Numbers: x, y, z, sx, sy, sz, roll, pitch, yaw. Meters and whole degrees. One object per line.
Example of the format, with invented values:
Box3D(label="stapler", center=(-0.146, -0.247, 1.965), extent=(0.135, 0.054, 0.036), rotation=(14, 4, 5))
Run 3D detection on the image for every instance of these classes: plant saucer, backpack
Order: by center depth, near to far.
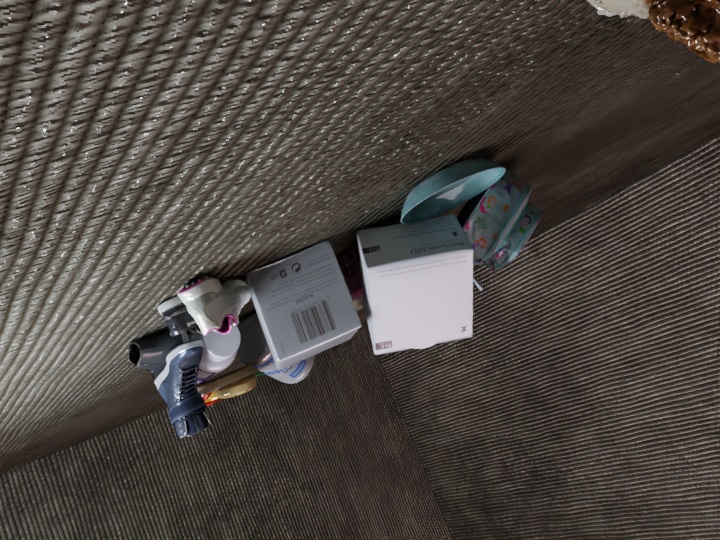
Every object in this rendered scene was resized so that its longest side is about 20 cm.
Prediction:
Box3D(label="plant saucer", center=(0.151, -0.140, 1.035), extent=(0.196, 0.037, 0.200), rotation=(-24, 172, -3))
Box3D(label="backpack", center=(0.262, -0.098, 1.185), extent=(0.179, 0.149, 0.200), rotation=(-54, 169, -9))

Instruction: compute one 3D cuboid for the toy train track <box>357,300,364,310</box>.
Box3D(label="toy train track", center=(-0.033, 0.138, 2.252), extent=(0.113, 0.033, 0.200), rotation=(-30, 179, -18))

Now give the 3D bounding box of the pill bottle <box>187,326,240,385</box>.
Box3D(label="pill bottle", center=(-0.329, 0.170, 1.301), extent=(0.110, 0.114, 0.199), rotation=(-17, 169, -38))

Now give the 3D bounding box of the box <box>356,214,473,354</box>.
Box3D(label="box", center=(0.102, 0.026, 1.128), extent=(0.193, 0.204, 0.132), rotation=(-10, -146, -5))

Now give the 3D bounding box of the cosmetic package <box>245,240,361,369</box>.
Box3D(label="cosmetic package", center=(-0.109, 0.072, 1.142), extent=(0.164, 0.170, 0.200), rotation=(-21, 171, -12))

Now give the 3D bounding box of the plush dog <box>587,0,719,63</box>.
Box3D(label="plush dog", center=(0.213, -0.221, 0.370), extent=(0.170, 0.202, 0.161), rotation=(-34, 138, 4))

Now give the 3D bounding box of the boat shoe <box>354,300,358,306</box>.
Box3D(label="boat shoe", center=(-0.099, 0.124, 1.844), extent=(0.196, 0.074, 0.065), rotation=(-28, 163, 7))

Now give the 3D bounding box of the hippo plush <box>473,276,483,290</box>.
Box3D(label="hippo plush", center=(0.210, -0.043, 1.581), extent=(0.196, 0.164, 0.159), rotation=(2, -172, -38))

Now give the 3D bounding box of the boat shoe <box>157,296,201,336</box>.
Box3D(label="boat shoe", center=(-0.283, 0.082, 1.069), extent=(0.072, 0.062, 0.200), rotation=(-26, 172, 6))

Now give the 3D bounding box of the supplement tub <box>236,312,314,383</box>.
Box3D(label="supplement tub", center=(-0.214, 0.196, 1.519), extent=(0.130, 0.135, 0.200), rotation=(-26, 148, 15))

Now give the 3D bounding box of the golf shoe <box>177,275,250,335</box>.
Box3D(label="golf shoe", center=(-0.230, 0.063, 1.006), extent=(0.074, 0.093, 0.200), rotation=(-27, 173, 12))

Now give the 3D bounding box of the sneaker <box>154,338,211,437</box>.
Box3D(label="sneaker", center=(-0.330, 0.234, 1.183), extent=(0.076, 0.148, 0.203), rotation=(-13, 155, -39))

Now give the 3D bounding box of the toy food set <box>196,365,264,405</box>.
Box3D(label="toy food set", center=(-0.316, 0.267, 1.382), extent=(0.195, 0.050, 0.198), rotation=(-22, 177, 3))

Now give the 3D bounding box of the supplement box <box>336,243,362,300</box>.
Box3D(label="supplement box", center=(0.000, 0.000, 1.287), extent=(0.198, 0.087, 0.109), rotation=(-31, 170, 34))

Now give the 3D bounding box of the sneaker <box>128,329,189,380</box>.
Box3D(label="sneaker", center=(-0.427, 0.176, 1.237), extent=(0.104, 0.076, 0.200), rotation=(-13, 156, -38))
